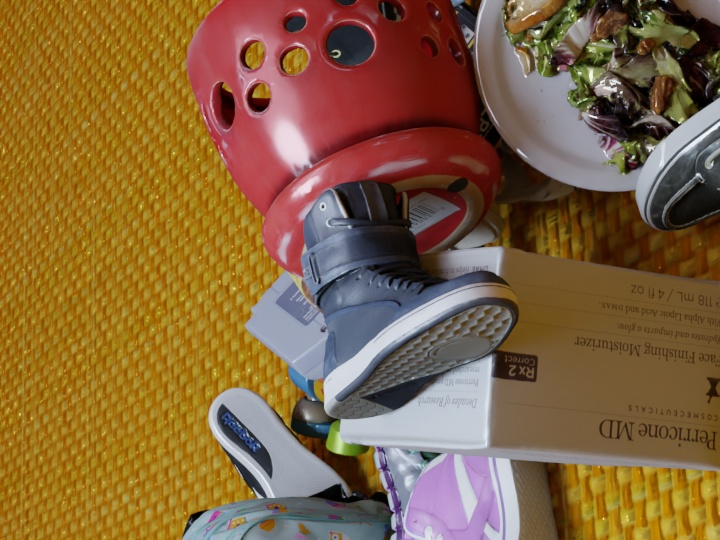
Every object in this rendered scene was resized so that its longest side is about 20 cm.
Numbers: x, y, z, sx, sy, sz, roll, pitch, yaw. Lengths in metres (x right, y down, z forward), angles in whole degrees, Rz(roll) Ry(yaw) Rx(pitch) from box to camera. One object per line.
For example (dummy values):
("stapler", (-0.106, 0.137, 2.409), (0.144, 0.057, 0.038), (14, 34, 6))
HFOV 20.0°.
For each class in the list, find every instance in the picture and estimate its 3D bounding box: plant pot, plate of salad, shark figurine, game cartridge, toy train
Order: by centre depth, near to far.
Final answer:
("plate of salad", (0.174, -0.155, 1.400), (0.048, 0.200, 0.201), (12, -95, -77))
("plant pot", (-0.007, -0.104, 1.460), (0.200, 0.200, 0.183), (-50, 51, 45))
("shark figurine", (0.158, -0.106, 1.535), (0.090, 0.128, 0.215), (-59, -11, -27))
("game cartridge", (0.000, 0.000, 1.715), (0.200, 0.041, 0.133), (-47, 28, -5))
("toy train", (-0.006, 0.108, 1.756), (0.200, 0.084, 0.116), (30, 119, 60))

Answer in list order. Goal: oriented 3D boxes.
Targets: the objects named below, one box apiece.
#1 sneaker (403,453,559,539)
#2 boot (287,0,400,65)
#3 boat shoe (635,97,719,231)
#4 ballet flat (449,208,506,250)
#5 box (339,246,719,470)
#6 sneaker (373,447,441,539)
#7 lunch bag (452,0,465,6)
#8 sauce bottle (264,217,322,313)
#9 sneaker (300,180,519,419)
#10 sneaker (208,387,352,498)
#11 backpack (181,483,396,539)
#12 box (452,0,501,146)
("sneaker", (0.088, 0.217, 1.520), (0.114, 0.073, 0.201), (-26, 46, 26))
("boot", (-0.027, -0.186, 1.787), (0.073, 0.153, 0.204), (19, 99, 61))
("boat shoe", (0.251, -0.074, 1.332), (0.200, 0.071, 0.064), (-47, 42, 44))
("ballet flat", (0.086, -0.003, 1.578), (0.075, 0.068, 0.200), (-2, 111, 35))
("box", (0.120, 0.064, 1.401), (0.200, 0.199, 0.131), (-5, 79, 61))
("sneaker", (0.066, 0.179, 1.623), (0.087, 0.074, 0.201), (-10, 84, 50))
("lunch bag", (0.085, -0.328, 1.638), (0.200, 0.127, 0.170), (-26, 57, 25))
("sauce bottle", (-0.042, -0.029, 1.706), (0.200, 0.066, 0.066), (-123, 48, -60))
("sneaker", (0.026, -0.002, 1.301), (0.202, 0.077, 0.147), (-34, 56, 54))
("sneaker", (-0.057, 0.192, 1.821), (0.200, 0.073, 0.112), (54, 175, 10))
("backpack", (-0.051, 0.250, 1.663), (0.127, 0.200, 0.167), (-16, 67, 63))
("box", (0.050, -0.119, 1.677), (0.200, 0.049, 0.161), (-56, 32, 10))
